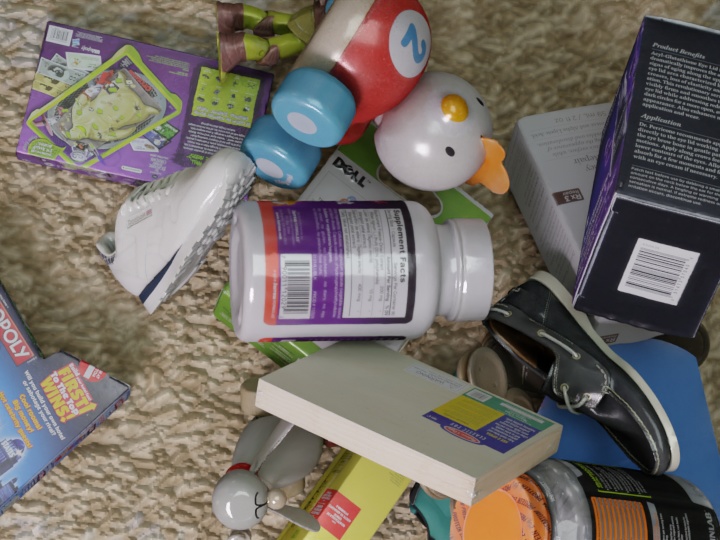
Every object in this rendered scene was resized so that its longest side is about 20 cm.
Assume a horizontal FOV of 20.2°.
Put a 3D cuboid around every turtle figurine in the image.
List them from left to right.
[{"bbox_3d":[-0.040,-0.191,1.706,0.160,0.065,0.201,-3,54,-5],"label":"turtle figurine"}]

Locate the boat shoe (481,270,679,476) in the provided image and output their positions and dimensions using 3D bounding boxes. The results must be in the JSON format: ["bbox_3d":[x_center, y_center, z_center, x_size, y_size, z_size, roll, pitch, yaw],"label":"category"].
[{"bbox_3d":[0.176,0.092,1.612,0.067,0.072,0.200,-28,64,-24],"label":"boat shoe"}]

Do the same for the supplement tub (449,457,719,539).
[{"bbox_3d":[0.174,0.210,1.573,0.199,0.122,0.123,12,75,-37],"label":"supplement tub"}]

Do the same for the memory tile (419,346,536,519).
[{"bbox_3d":[0.124,0.174,1.644,0.200,0.017,0.154,52,44,-23],"label":"memory tile"}]

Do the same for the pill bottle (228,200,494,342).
[{"bbox_3d":[0.000,0.000,1.601,0.199,0.111,0.112,0,79,-11],"label":"pill bottle"}]

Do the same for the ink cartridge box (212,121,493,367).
[{"bbox_3d":[-0.005,-0.005,1.700,0.148,0.076,0.200,37,71,0],"label":"ink cartridge box"}]

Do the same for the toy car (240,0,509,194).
[{"bbox_3d":[0.043,-0.130,1.585,0.200,0.177,0.185,32,65,-6],"label":"toy car"}]

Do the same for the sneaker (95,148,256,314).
[{"bbox_3d":[-0.153,-0.043,1.626,0.081,0.200,0.076,46,46,4],"label":"sneaker"}]

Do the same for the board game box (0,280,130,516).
[{"bbox_3d":[-0.298,0.103,1.639,0.199,0.062,0.201,-28,84,-14],"label":"board game box"}]

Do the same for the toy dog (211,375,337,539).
[{"bbox_3d":[-0.055,0.155,1.598,0.096,0.132,0.200,-3,35,7],"label":"toy dog"}]

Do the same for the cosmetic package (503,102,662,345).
[{"bbox_3d":[0.202,-0.040,1.697,0.101,0.074,0.200,-12,55,-18],"label":"cosmetic package"}]

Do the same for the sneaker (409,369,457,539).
[{"bbox_3d":[0.076,0.170,1.676,0.080,0.071,0.201,-11,60,24],"label":"sneaker"}]

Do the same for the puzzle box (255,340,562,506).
[{"bbox_3d":[0.037,0.110,1.536,0.199,0.133,0.026,23,115,29],"label":"puzzle box"}]

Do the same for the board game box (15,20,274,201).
[{"bbox_3d":[-0.182,-0.131,1.721,0.199,0.032,0.121,13,73,-5],"label":"board game box"}]

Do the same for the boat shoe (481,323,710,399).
[{"bbox_3d":[0.193,0.063,1.721,0.199,0.068,0.072,-1,114,-12],"label":"boat shoe"}]

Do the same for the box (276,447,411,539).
[{"bbox_3d":[-0.016,0.198,1.654,0.050,0.075,0.200,40,77,-11],"label":"box"}]

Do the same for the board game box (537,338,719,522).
[{"bbox_3d":[0.222,0.157,1.701,0.157,0.039,0.201,-17,96,-19],"label":"board game box"}]

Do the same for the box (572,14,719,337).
[{"bbox_3d":[0.244,-0.075,1.595,0.104,0.148,0.201,14,51,1],"label":"box"}]
